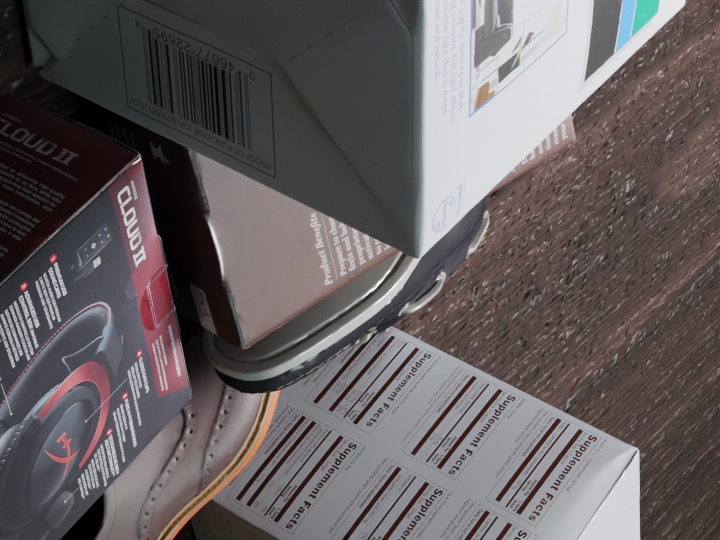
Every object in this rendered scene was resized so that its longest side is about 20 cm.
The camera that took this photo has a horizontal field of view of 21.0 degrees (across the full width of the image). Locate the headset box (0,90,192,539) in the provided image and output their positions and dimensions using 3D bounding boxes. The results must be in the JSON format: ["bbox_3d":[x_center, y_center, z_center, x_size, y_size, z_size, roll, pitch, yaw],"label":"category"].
[{"bbox_3d":[-0.149,0.041,0.760,0.200,0.075,0.149,-48,149,-31],"label":"headset box"}]

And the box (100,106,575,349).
[{"bbox_3d":[-0.004,-0.063,0.840,0.199,0.075,0.101,-32,126,-29],"label":"box"}]

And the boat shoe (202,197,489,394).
[{"bbox_3d":[0.000,0.000,0.901,0.200,0.073,0.061,-50,147,-39],"label":"boat shoe"}]

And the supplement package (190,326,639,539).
[{"bbox_3d":[0.033,0.158,1.056,0.147,0.199,0.192,-49,150,-28],"label":"supplement package"}]

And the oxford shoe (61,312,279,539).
[{"bbox_3d":[-0.098,0.076,0.895,0.201,0.071,0.072,-62,149,-5],"label":"oxford shoe"}]

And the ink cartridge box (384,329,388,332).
[{"bbox_3d":[-0.011,-0.051,0.965,0.110,0.050,0.200,-60,154,-6],"label":"ink cartridge box"}]

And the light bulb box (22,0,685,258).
[{"bbox_3d":[0.002,-0.140,0.747,0.200,0.197,0.126,-42,146,-36],"label":"light bulb box"}]
